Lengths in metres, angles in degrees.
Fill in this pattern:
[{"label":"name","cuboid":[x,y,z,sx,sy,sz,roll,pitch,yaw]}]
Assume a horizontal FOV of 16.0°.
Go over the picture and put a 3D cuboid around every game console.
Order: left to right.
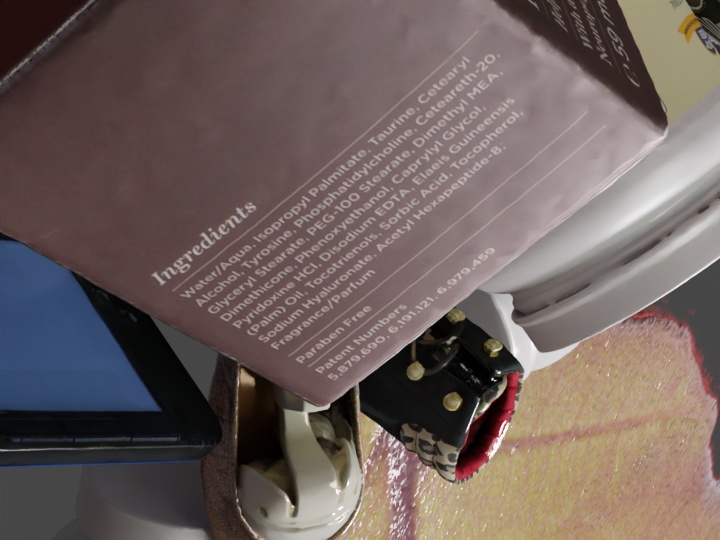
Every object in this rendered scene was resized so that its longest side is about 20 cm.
[{"label":"game console","cuboid":[-0.114,-0.028,0.947,0.118,0.171,0.200,-44,159,20]}]

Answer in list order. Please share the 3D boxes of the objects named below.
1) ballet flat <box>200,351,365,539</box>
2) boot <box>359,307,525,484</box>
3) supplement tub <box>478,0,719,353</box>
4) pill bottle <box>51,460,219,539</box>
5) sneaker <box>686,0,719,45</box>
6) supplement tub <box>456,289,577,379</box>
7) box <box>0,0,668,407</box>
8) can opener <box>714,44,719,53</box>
[{"label":"ballet flat","cuboid":[-0.029,0.055,1.028,0.068,0.067,0.201,-11,115,-16]},{"label":"boot","cuboid":[0.001,-0.001,1.095,0.074,0.153,0.204,-46,160,-23]},{"label":"supplement tub","cuboid":[0.073,-0.082,1.085,0.145,0.200,0.145,-33,-175,3]},{"label":"pill bottle","cuboid":[-0.094,0.175,1.150,0.113,0.112,0.201,-27,136,-50]},{"label":"sneaker","cuboid":[0.122,-0.137,1.176,0.078,0.200,0.086,12,105,-41]},{"label":"supplement tub","cuboid":[0.080,-0.040,1.245,0.200,0.140,0.141,-44,147,-34]},{"label":"box","cuboid":[-0.036,-0.092,0.845,0.164,0.166,0.200,-38,136,22]},{"label":"can opener","cuboid":[0.194,-0.159,1.452,0.063,0.079,0.201,8,107,-21]}]
